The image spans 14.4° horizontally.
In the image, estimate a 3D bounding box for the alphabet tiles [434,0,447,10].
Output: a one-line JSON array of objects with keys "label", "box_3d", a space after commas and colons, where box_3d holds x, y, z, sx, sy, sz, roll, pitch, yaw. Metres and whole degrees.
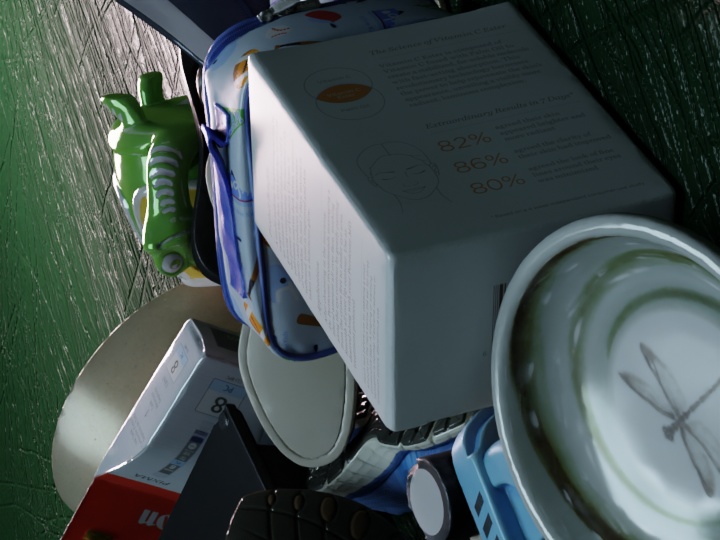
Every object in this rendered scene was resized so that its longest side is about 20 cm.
[{"label": "alphabet tiles", "box_3d": [0.019, -0.152, 1.673, 0.166, 0.006, 0.201, 156, 101, -73]}]

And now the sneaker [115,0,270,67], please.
[{"label": "sneaker", "box_3d": [-0.056, -0.183, 1.686, 0.202, 0.146, 0.077, 38, -177, -6]}]

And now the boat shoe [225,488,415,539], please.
[{"label": "boat shoe", "box_3d": [0.015, 0.190, 1.649, 0.074, 0.199, 0.076, 97, -165, -63]}]

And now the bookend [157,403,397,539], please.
[{"label": "bookend", "box_3d": [-0.023, 0.192, 1.799, 0.200, 0.198, 0.092, -64, 38, 32]}]

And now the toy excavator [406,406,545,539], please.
[{"label": "toy excavator", "box_3d": [0.122, 0.133, 1.428, 0.195, 0.099, 0.200, 68, 152, 23]}]

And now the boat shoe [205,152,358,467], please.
[{"label": "boat shoe", "box_3d": [-0.037, 0.015, 1.670, 0.063, 0.072, 0.201, -3, -102, -72]}]

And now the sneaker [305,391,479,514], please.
[{"label": "sneaker", "box_3d": [0.051, 0.092, 1.649, 0.200, 0.089, 0.079, -33, 40, 54]}]

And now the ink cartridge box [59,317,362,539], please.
[{"label": "ink cartridge box", "box_3d": [-0.084, 0.139, 1.812, 0.200, 0.160, 0.047, -59, 33, 21]}]

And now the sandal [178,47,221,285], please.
[{"label": "sandal", "box_3d": [-0.069, -0.091, 1.747, 0.048, 0.075, 0.201, 136, 133, -69]}]

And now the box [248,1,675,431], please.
[{"label": "box", "box_3d": [0.047, -0.032, 1.430, 0.200, 0.152, 0.107, -124, 27, -50]}]

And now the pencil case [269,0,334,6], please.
[{"label": "pencil case", "box_3d": [-0.018, -0.212, 1.615, 0.085, 0.084, 0.201, 6, 110, 48]}]

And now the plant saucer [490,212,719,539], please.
[{"label": "plant saucer", "box_3d": [0.146, 0.066, 1.301, 0.200, 0.050, 0.201, 22, 121, 42]}]

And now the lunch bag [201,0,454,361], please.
[{"label": "lunch bag", "box_3d": [-0.011, -0.056, 1.561, 0.076, 0.160, 0.201, -136, 36, -56]}]

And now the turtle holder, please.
[{"label": "turtle holder", "box_3d": [-0.088, -0.059, 1.841, 0.185, 0.140, 0.132, -143, 44, -71]}]

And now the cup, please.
[{"label": "cup", "box_3d": [-0.088, 0.126, 1.943, 0.143, 0.200, 0.201, 37, 141, 33]}]
